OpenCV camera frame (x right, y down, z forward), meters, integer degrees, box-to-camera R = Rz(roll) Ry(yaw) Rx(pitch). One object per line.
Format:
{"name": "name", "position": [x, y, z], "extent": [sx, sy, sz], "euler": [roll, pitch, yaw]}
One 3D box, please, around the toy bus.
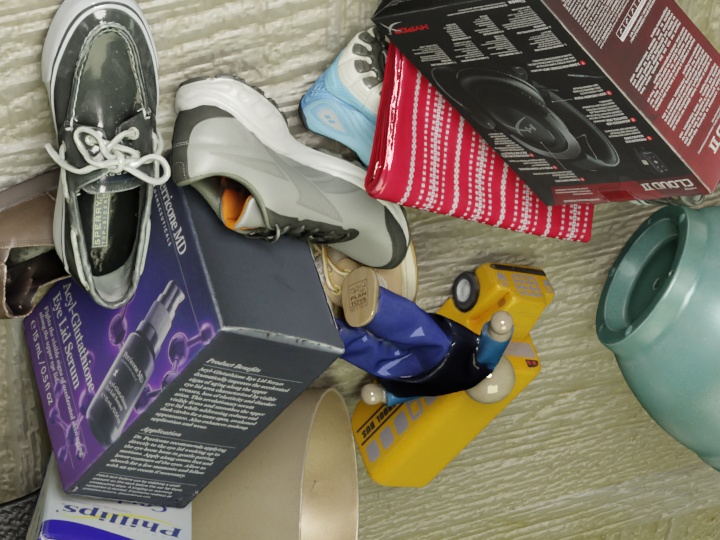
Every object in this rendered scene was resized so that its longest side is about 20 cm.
{"name": "toy bus", "position": [0.073, 0.079, 1.759], "extent": [0.065, 0.079, 0.200], "euler": [8, 138, -37]}

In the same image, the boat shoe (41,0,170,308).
{"name": "boat shoe", "position": [-0.153, -0.070, 1.381], "extent": [0.073, 0.068, 0.200], "euler": [-3, 122, -23]}

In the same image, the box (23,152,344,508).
{"name": "box", "position": [-0.122, 0.043, 1.541], "extent": [0.104, 0.148, 0.200], "euler": [12, 135, -39]}

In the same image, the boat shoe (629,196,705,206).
{"name": "boat shoe", "position": [0.183, -0.125, 1.478], "extent": [0.071, 0.072, 0.200], "euler": [11, 140, 36]}

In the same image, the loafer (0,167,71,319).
{"name": "loafer", "position": [-0.244, -0.002, 1.478], "extent": [0.199, 0.071, 0.073], "euler": [-25, 147, 8]}

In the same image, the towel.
{"name": "towel", "position": [0.088, -0.101, 1.465], "extent": [0.199, 0.145, 0.022], "euler": [11, 178, -41]}

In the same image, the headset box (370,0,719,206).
{"name": "headset box", "position": [0.128, -0.118, 1.373], "extent": [0.200, 0.077, 0.149], "euler": [43, 155, -28]}

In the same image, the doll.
{"name": "doll", "position": [0.047, 0.055, 1.609], "extent": [0.136, 0.049, 0.200], "euler": [-27, 147, 27]}

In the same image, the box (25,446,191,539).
{"name": "box", "position": [-0.191, 0.235, 1.614], "extent": [0.104, 0.200, 0.185], "euler": [14, 106, -9]}

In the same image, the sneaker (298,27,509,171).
{"name": "sneaker", "position": [0.040, -0.093, 1.513], "extent": [0.200, 0.079, 0.090], "euler": [25, 139, -38]}

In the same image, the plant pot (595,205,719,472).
{"name": "plant pot", "position": [0.260, 0.031, 1.713], "extent": [0.134, 0.201, 0.200], "euler": [29, 129, -16]}

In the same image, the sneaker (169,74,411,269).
{"name": "sneaker", "position": [-0.049, -0.045, 1.474], "extent": [0.074, 0.080, 0.200], "euler": [-12, 145, 45]}

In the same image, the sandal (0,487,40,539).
{"name": "sandal", "position": [-0.245, 0.199, 1.790], "extent": [0.199, 0.076, 0.048], "euler": [-9, -177, -15]}

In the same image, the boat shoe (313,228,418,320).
{"name": "boat shoe", "position": [0.000, 0.000, 1.610], "extent": [0.069, 0.074, 0.200], "euler": [-13, 143, -7]}

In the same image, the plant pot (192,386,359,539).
{"name": "plant pot", "position": [-0.086, 0.188, 1.759], "extent": [0.134, 0.201, 0.201], "euler": [1, 150, 12]}
